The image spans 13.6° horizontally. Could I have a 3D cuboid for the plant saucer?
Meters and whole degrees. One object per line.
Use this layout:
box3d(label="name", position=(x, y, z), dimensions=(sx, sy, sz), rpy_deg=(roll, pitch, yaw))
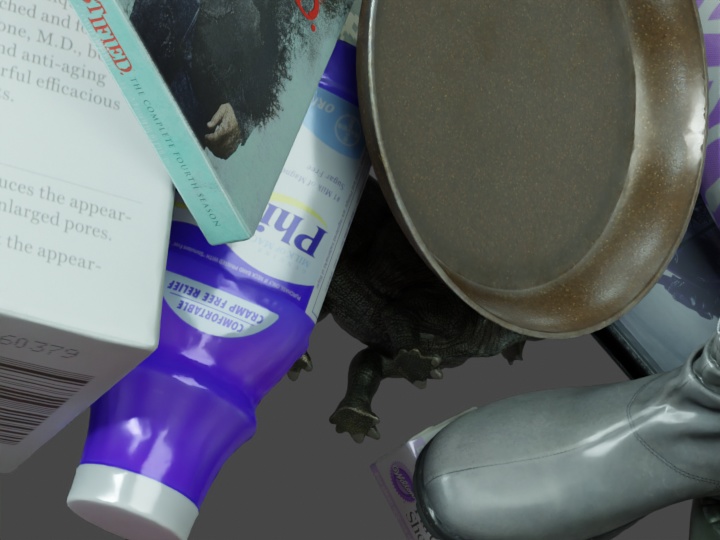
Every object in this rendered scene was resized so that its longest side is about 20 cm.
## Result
box3d(label="plant saucer", position=(0.063, -0.074, 1.172), dimensions=(0.200, 0.032, 0.202), rpy_deg=(2, 87, -46))

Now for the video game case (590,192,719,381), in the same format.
box3d(label="video game case", position=(0.150, -0.006, 1.288), dimensions=(0.143, 0.019, 0.200), rpy_deg=(-30, 71, -32))

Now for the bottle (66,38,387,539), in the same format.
box3d(label="bottle", position=(-0.054, 0.003, 1.130), dimensions=(0.083, 0.065, 0.201), rpy_deg=(22, 71, -6))

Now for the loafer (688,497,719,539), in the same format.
box3d(label="loafer", position=(0.160, 0.136, 1.249), dimensions=(0.075, 0.070, 0.200), rpy_deg=(21, 48, 10))

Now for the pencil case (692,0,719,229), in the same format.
box3d(label="pencil case", position=(0.170, -0.066, 1.275), dimensions=(0.085, 0.084, 0.201), rpy_deg=(6, 51, -54))

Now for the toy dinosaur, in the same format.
box3d(label="toy dinosaur", position=(0.000, 0.000, 1.219), dimensions=(0.199, 0.077, 0.102), rpy_deg=(28, 43, 2))

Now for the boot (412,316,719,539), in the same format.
box3d(label="boot", position=(0.123, 0.047, 1.156), dimensions=(0.199, 0.132, 0.070), rpy_deg=(-11, 66, -18))

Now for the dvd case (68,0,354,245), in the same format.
box3d(label="dvd case", position=(-0.047, -0.129, 1.072), dimensions=(0.146, 0.022, 0.201), rpy_deg=(62, 33, -34))

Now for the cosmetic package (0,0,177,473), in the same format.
box3d(label="cosmetic package", position=(-0.163, -0.056, 1.093), dimensions=(0.164, 0.165, 0.201), rpy_deg=(14, 64, -21))

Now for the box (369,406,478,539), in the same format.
box3d(label="box", position=(0.071, 0.154, 1.204), dimensions=(0.039, 0.041, 0.201), rpy_deg=(-25, 84, -31))

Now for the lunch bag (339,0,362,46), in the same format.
box3d(label="lunch bag", position=(0.013, -0.205, 1.269), dimensions=(0.164, 0.118, 0.200), rpy_deg=(-30, 78, -28))
